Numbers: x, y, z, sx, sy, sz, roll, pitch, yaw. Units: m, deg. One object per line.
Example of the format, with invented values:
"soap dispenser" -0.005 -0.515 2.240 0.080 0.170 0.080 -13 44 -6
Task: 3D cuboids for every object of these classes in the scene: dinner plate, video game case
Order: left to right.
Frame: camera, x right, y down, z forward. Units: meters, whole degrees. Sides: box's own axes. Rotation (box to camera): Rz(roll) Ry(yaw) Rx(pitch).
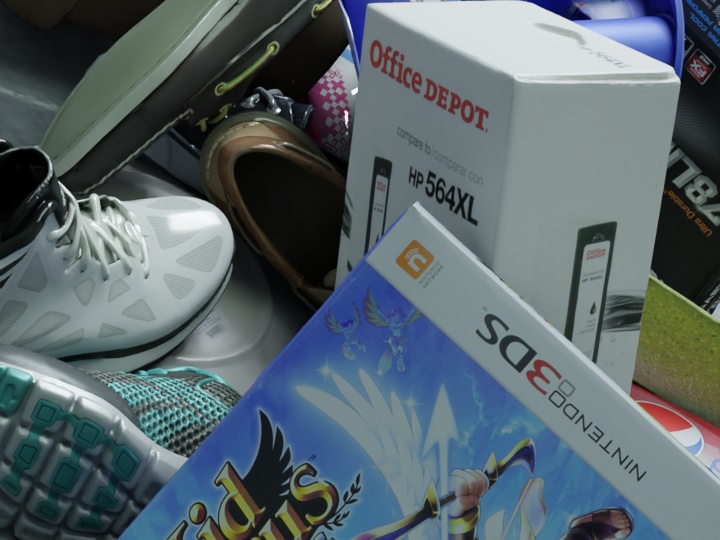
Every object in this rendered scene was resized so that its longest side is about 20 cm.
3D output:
"dinner plate" -0.106 0.002 0.881 0.199 0.024 0.201 23 36 -18
"video game case" 0.022 0.108 0.689 0.181 0.200 0.045 42 3 2

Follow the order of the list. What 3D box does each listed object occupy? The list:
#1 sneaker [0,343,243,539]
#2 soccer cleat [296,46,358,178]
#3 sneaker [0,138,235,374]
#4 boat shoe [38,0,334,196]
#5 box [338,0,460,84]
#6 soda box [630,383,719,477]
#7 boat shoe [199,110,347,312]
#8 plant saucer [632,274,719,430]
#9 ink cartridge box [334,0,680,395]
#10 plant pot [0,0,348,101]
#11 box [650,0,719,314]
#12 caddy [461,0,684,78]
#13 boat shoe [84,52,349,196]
"sneaker" -0.093 0.074 0.763 0.199 0.078 0.092 29 27 -27
"soccer cleat" 0.009 -0.116 1.058 0.070 0.086 0.201 48 22 -36
"sneaker" -0.119 -0.008 0.765 0.200 0.116 0.076 -25 66 -40
"boat shoe" -0.075 -0.107 0.887 0.061 0.201 0.072 48 -11 -31
"box" 0.034 -0.092 0.937 0.200 0.041 0.120 -20 96 -79
"soda box" 0.164 0.119 0.886 0.199 0.070 0.063 28 33 15
"boat shoe" 0.000 0.000 0.902 0.199 0.076 0.072 36 4 -11
"plant saucer" 0.148 0.036 0.977 0.199 0.048 0.200 33 -1 -3
"ink cartridge box" 0.054 -0.007 0.788 0.084 0.202 0.146 -3 20 -25
"plant pot" -0.080 -0.186 0.995 0.174 0.200 0.201 35 32 -16
"box" 0.195 -0.102 1.117 0.049 0.199 0.200 -9 53 -49
"caddy" 0.117 -0.117 1.076 0.104 0.200 0.142 -1 63 -27
"boat shoe" -0.051 -0.065 0.957 0.199 0.068 0.072 36 17 -3
